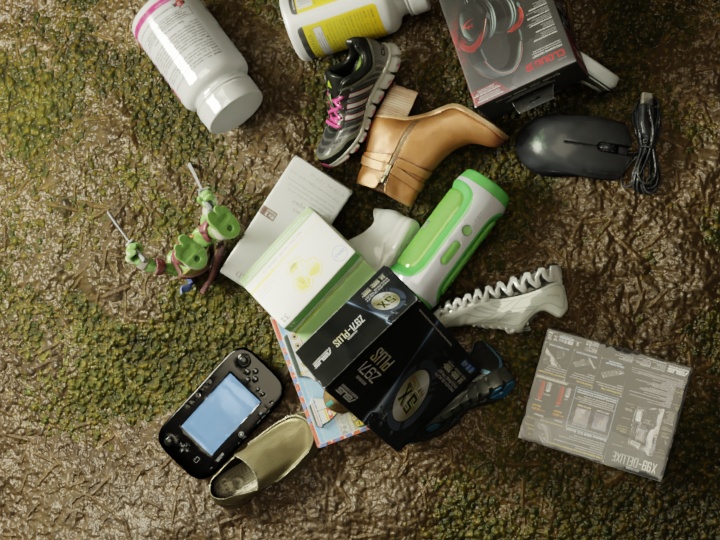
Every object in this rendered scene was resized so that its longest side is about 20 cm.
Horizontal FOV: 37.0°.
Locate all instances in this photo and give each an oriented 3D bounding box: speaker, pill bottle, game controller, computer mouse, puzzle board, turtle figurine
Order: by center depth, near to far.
[{"bbox_3d":[0.312,-0.177,1.481,0.200,0.053,0.139,2,87,13],"label":"computer mouse"},{"bbox_3d":[0.119,-0.040,1.491,0.088,0.088,0.200,36,88,13],"label":"speaker"},{"bbox_3d":[-0.263,-0.060,1.530,0.144,0.194,0.200,-9,91,-27],"label":"turtle figurine"},{"bbox_3d":[-0.025,0.133,1.534,0.150,0.017,0.200,-20,81,-6],"label":"puzzle board"},{"bbox_3d":[-0.006,-0.381,1.540,0.200,0.111,0.112,-16,82,12],"label":"pill bottle"},{"bbox_3d":[-0.203,0.210,1.578,0.104,0.042,0.200,44,97,12],"label":"game controller"},{"bbox_3d":[-0.238,-0.308,1.588,0.113,0.113,0.200,-38,78,8],"label":"pill bottle"}]

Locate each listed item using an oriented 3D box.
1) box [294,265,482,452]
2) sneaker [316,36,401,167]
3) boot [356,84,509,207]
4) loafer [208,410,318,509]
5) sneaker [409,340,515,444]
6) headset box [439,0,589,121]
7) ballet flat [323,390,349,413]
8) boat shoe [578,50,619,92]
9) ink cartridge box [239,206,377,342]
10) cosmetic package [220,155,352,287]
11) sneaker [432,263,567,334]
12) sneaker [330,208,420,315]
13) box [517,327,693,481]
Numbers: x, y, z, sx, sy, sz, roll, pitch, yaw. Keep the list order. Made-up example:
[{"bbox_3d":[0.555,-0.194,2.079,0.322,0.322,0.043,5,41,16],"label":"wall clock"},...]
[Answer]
[{"bbox_3d":[0.040,0.118,1.400,0.164,0.200,0.086,-43,45,-1],"label":"box"},{"bbox_3d":[-0.023,-0.246,1.531,0.200,0.087,0.074,-62,34,9],"label":"sneaker"},{"bbox_3d":[0.097,-0.162,1.517,0.200,0.077,0.156,21,90,15],"label":"boot"},{"bbox_3d":[-0.137,0.277,1.543,0.200,0.067,0.076,-42,78,7],"label":"loafer"},{"bbox_3d":[0.114,0.174,1.501,0.200,0.073,0.082,-29,64,4],"label":"sneaker"},{"bbox_3d":[0.207,-0.308,1.446,0.148,0.075,0.200,-22,74,21],"label":"headset box"},{"bbox_3d":[0.025,0.118,1.493,0.200,0.072,0.068,-43,83,-8],"label":"ballet flat"},{"bbox_3d":[0.262,-0.285,1.500,0.200,0.072,0.071,31,101,24],"label":"boat shoe"},{"bbox_3d":[-0.049,0.031,1.459,0.146,0.048,0.200,-47,65,3],"label":"ink cartridge box"},{"bbox_3d":[-0.107,-0.057,1.547,0.102,0.074,0.200,32,93,-5],"label":"cosmetic package"},{"bbox_3d":[0.189,0.055,1.486,0.200,0.075,0.081,-18,91,12],"label":"sneaker"},{"bbox_3d":[0.000,0.000,1.529,0.088,0.075,0.200,27,73,25],"label":"sneaker"},{"bbox_3d":[0.329,0.178,1.451,0.200,0.050,0.158,15,90,14],"label":"box"}]
